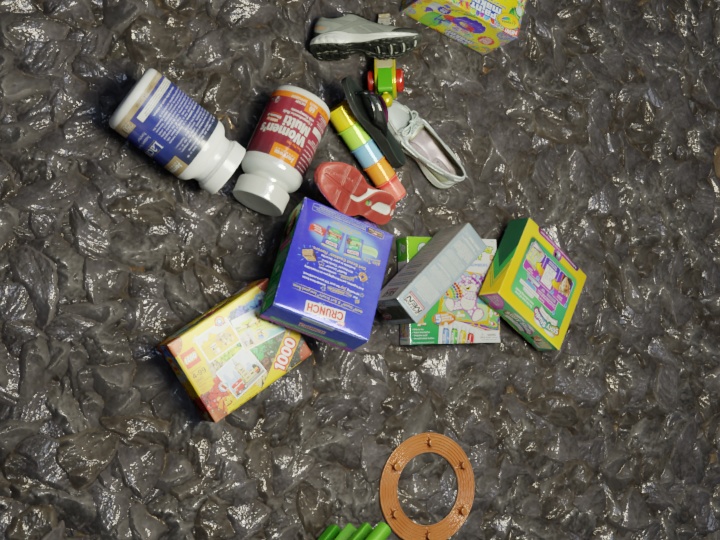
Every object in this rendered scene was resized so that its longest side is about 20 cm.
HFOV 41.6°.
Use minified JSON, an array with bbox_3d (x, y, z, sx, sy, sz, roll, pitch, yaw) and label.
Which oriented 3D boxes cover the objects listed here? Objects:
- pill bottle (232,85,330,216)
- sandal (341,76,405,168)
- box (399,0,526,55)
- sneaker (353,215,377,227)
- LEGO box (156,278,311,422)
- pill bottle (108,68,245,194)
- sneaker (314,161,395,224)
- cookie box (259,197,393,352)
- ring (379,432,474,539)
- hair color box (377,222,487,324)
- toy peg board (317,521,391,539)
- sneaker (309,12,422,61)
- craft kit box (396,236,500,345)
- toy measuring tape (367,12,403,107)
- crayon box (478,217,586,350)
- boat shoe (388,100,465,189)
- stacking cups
[{"bbox_3d":[-0.135,-0.200,1.596,0.109,0.109,0.201,28,73,-21],"label":"pill bottle"},{"bbox_3d":[0.033,-0.269,1.671,0.201,0.048,0.076,50,26,-33],"label":"sandal"},{"bbox_3d":[0.207,-0.548,1.795,0.199,0.122,0.194,20,77,-23],"label":"box"},{"bbox_3d":[0.000,0.000,1.658,0.080,0.083,0.201,17,77,-24],"label":"sneaker"},{"bbox_3d":[-0.204,0.129,1.546,0.200,0.077,0.149,-35,101,-25],"label":"LEGO box"},{"bbox_3d":[-0.290,-0.218,1.516,0.200,0.116,0.116,37,70,-18],"label":"pill bottle"},{"bbox_3d":[-0.038,-0.139,1.625,0.200,0.115,0.079,32,83,-49],"label":"sneaker"},{"bbox_3d":[-0.054,0.008,1.549,0.170,0.075,0.201,23,61,-15],"label":"cookie box"},{"bbox_3d":[0.125,0.396,1.718,0.199,0.019,0.202,3,83,-26],"label":"ring"},{"bbox_3d":[0.121,0.006,1.663,0.200,0.099,0.061,-45,104,-22],"label":"hair color box"},{"bbox_3d":[0.007,0.508,1.558,0.098,0.200,0.200,-42,103,-39],"label":"toy peg board"},{"bbox_3d":[0.010,-0.421,1.677,0.199,0.074,0.080,2,72,4],"label":"sneaker"},{"bbox_3d":[0.165,0.039,1.760,0.199,0.048,0.199,0,82,-27],"label":"craft kit box"},{"bbox_3d":[0.045,-0.377,1.739,0.073,0.074,0.201,13,59,-25],"label":"toy measuring tape"},{"bbox_3d":[0.331,0.028,1.809,0.200,0.058,0.173,40,64,-29],"label":"crayon box"},{"bbox_3d":[0.115,-0.237,1.747,0.202,0.065,0.074,49,66,-11],"label":"boat shoe"},{"bbox_3d":[0.010,-0.210,1.705,0.060,0.060,0.201,-39,107,-24],"label":"stacking cups"}]
